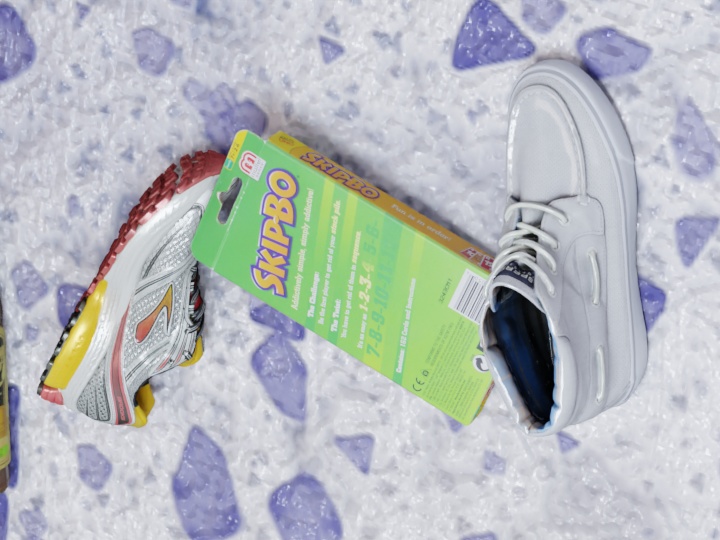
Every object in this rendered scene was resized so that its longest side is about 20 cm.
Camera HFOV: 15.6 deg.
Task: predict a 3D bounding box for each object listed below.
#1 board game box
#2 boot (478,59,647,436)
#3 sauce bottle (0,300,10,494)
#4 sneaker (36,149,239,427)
[{"bbox_3d":[0.000,0.000,1.536,0.200,0.030,0.096,30,119,9],"label":"board game box"},{"bbox_3d":[0.104,-0.010,1.438,0.073,0.096,0.200,-7,101,35],"label":"boot"},{"bbox_3d":[-0.265,0.051,1.725,0.065,0.065,0.200,9,111,32],"label":"sauce bottle"},{"bbox_3d":[-0.122,0.011,1.623,0.082,0.078,0.200,28,117,-6],"label":"sneaker"}]
